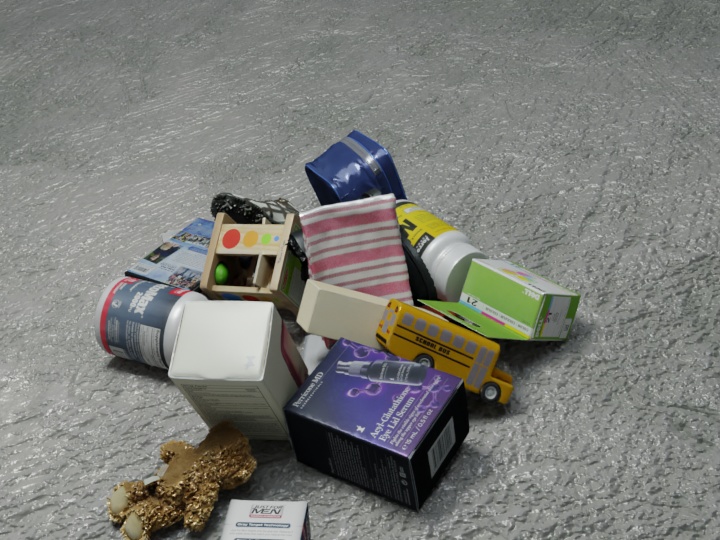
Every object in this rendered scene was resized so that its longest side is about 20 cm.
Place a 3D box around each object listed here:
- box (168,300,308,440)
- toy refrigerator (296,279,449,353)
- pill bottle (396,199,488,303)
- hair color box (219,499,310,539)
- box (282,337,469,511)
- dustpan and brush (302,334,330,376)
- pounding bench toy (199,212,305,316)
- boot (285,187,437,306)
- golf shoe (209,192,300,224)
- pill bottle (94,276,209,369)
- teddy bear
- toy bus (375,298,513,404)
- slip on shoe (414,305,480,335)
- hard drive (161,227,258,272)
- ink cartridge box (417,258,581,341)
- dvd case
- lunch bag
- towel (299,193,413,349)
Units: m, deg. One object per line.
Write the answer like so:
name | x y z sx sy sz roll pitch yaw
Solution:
box | -0.154 0.134 1.444 0.125 0.201 0.111 1 60 12
toy refrigerator | 0.016 0.075 1.538 0.197 0.071 0.076 14 5 -18
pill bottle | 0.110 -0.026 1.765 0.113 0.116 0.199 -23 37 -27
hair color box | -0.118 0.354 1.253 0.098 0.061 0.201 0 33 7
box | 0.022 0.195 1.426 0.197 0.106 0.148 16 46 28
dustpan and brush | 0.017 0.132 1.600 0.196 0.058 0.140 -9 22 5
pounding bench toy | -0.163 0.029 1.690 0.153 0.124 0.204 1 68 24
boot | 0.000 0.000 1.630 0.167 0.202 0.076 -32 1 -16
golf shoe | -0.160 -0.084 1.844 0.198 0.078 0.095 25 29 -18
pill bottle | -0.284 0.085 1.638 0.197 0.121 0.120 11 35 22
teddy bear | -0.226 0.276 1.399 0.143 0.068 0.200 13 42 41
toy bus | 0.119 0.113 1.498 0.197 0.079 0.065 23 1 -16
slip on shoe | 0.134 0.090 1.632 0.073 0.062 0.200 -17 33 -16
hard drive | -0.238 -0.038 1.900 0.196 0.038 0.140 -12 33 -9
ink cartridge box | 0.205 0.041 1.610 0.198 0.077 0.147 5 18 -47
dvd case | -0.275 -0.022 1.827 0.141 0.018 0.200 15 37 27
lunch bag | 0.010 -0.126 1.865 0.131 0.202 0.136 -35 42 -12
towel | -0.001 0.001 1.572 0.144 0.204 0.030 -13 13 -11
